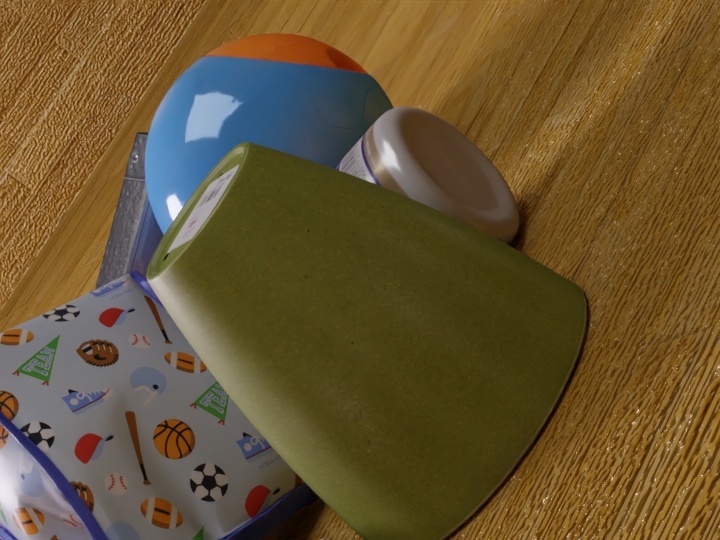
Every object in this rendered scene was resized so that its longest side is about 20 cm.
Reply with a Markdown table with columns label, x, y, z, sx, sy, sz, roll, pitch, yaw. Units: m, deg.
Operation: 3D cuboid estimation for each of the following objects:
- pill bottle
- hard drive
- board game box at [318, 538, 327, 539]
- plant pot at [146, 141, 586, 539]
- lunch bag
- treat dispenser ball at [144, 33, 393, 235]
| label | x | y | z | sx | sy | sz | roll | pitch | yaw |
| --- | --- | --- | --- | --- | --- | --- | --- | --- | --- |
| pill bottle | 0.000 | 0.000 | 1.280 | 0.200 | 0.115 | 0.116 | -47 | 15 | 26 |
| hard drive | -0.147 | 0.003 | 1.594 | 0.038 | 0.139 | 0.201 | 10 | 83 | 43 |
| board game box | -0.091 | 0.256 | 1.115 | 0.201 | 0.043 | 0.199 | -60 | 14 | -25 |
| plant pot | -0.011 | 0.025 | 1.083 | 0.187 | 0.200 | 0.187 | -49 | 14 | 17 |
| lunch bag | -0.148 | 0.121 | 1.253 | 0.170 | 0.200 | 0.124 | -29 | -37 | -37 |
| treat dispenser ball | -0.064 | -0.078 | 1.495 | 0.201 | 0.200 | 0.201 | -49 | 15 | 17 |
